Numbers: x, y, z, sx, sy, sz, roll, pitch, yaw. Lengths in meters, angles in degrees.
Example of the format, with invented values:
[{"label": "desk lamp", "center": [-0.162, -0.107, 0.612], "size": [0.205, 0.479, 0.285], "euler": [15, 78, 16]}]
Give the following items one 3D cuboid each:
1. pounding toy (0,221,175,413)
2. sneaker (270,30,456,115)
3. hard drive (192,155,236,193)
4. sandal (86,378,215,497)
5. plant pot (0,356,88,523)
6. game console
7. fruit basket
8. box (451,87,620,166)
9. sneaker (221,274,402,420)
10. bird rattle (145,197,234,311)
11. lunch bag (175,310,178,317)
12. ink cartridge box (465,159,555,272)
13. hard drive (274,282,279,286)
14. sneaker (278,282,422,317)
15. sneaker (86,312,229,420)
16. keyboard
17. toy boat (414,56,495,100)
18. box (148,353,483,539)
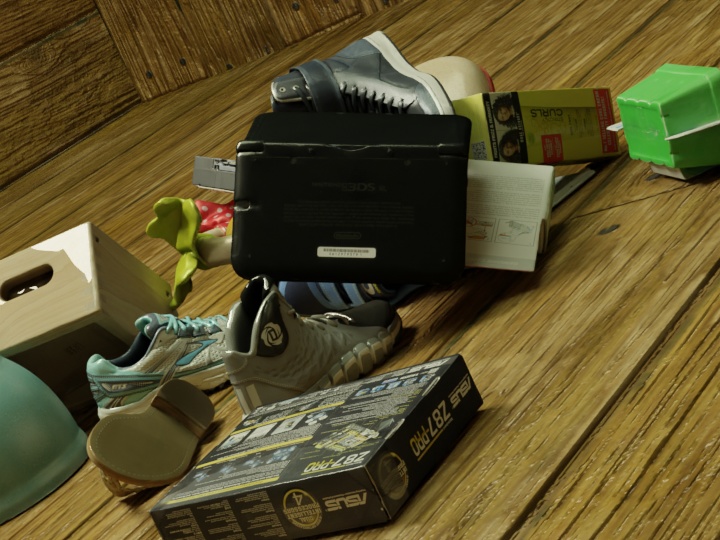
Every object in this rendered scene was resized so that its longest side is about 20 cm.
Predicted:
[{"label": "pounding toy", "center": [-0.314, 0.038, 1.761], "size": [0.198, 0.184, 0.143], "euler": [-21, 58, 17]}, {"label": "sneaker", "center": [-0.002, -0.145, 1.677], "size": [0.145, 0.078, 0.202], "euler": [-22, 36, -16]}, {"label": "hard drive", "center": [-0.065, -0.092, 1.907], "size": [0.198, 0.038, 0.139], "euler": [6, 3, -31]}, {"label": "sandal", "center": [-0.182, 0.156, 1.464], "size": [0.070, 0.077, 0.212], "euler": [-54, -4, 19]}, {"label": "plant pot", "center": [-0.366, 0.150, 1.634], "size": [0.199, 0.135, 0.200], "euler": [-24, 12, 6]}, {"label": "game console", "center": [-0.004, -0.067, 1.540], "size": [0.198, 0.178, 0.116], "euler": [1, -11, 6]}, {"label": "fruit basket", "center": [0.344, -0.146, 1.603], "size": [0.198, 0.095, 0.185], "euler": [-12, 11, -12]}, {"label": "box", "center": [0.171, -0.136, 1.723], "size": [0.199, 0.076, 0.050], "euler": [-7, -3, -45]}, {"label": "sneaker", "center": [-0.044, 0.044, 1.476], "size": [0.075, 0.116, 0.200], "euler": [-14, 18, 41]}, {"label": "bird rattle", "center": [-0.125, -0.026, 1.838], "size": [0.162, 0.114, 0.200], "euler": [-6, 2, 25]}, {"label": "lunch bag", "center": [-0.298, 0.077, 1.926], "size": [0.199, 0.076, 0.160], "euler": [-22, 16, 21]}, {"label": "ink cartridge box", "center": [0.068, -0.041, 1.579], "size": [0.198, 0.044, 0.174], "euler": [5, 36, 9]}, {"label": "hard drive", "center": [-0.027, -0.015, 1.834], "size": [0.134, 0.043, 0.200], "euler": [-29, 14, -14]}, {"label": "sneaker", "center": [0.000, 0.000, 1.662], "size": [0.199, 0.074, 0.082], "euler": [-23, 20, 28]}, {"label": "sneaker", "center": [-0.164, 0.073, 1.655], "size": [0.199, 0.087, 0.077], "euler": [-31, 15, -19]}, {"label": "keyboard", "center": [0.152, -0.048, 1.704], "size": [0.200, 0.011, 0.056], "euler": [-37, 12, -39]}, {"label": "toy boat", "center": [0.099, -0.121, 1.846], "size": [0.129, 0.131, 0.202], "euler": [-20, 56, 20]}, {"label": "box", "center": [-0.030, 0.132, 1.262], "size": [0.199, 0.049, 0.161], "euler": [-17, 14, 34]}]
